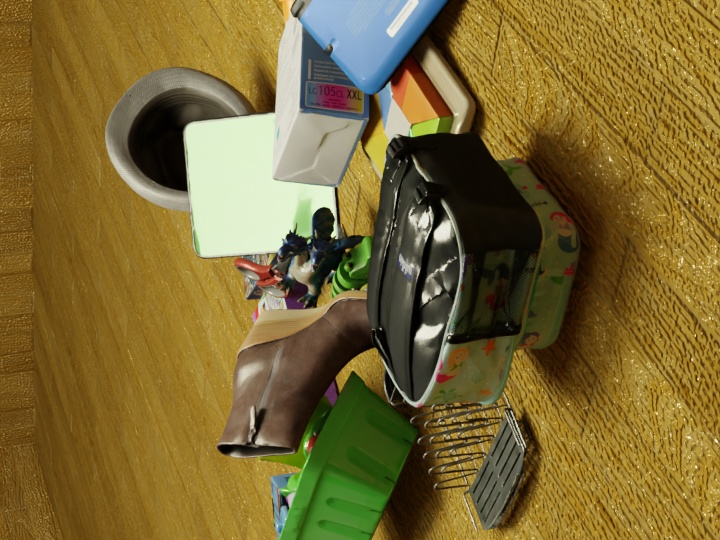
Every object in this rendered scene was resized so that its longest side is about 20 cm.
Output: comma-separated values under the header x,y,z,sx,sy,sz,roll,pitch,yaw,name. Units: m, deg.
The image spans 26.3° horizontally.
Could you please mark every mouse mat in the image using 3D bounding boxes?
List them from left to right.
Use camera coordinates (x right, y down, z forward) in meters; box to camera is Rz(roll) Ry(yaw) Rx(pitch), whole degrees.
x,y,z,sx,sy,sz,roll,pitch,yaw,name
-0.115,-0.099,1.766,0.197,0.008,0.163,-3,93,27,mouse mat

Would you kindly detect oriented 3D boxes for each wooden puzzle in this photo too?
x,y,z,sx,sy,sz,roll,pitch,yaw,name
0.045,-0.135,1.461,0.186,0.037,0.201,103,153,-42,wooden puzzle

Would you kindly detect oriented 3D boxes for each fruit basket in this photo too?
x,y,z,sx,sy,sz,roll,pitch,yaw,name
-0.056,0.191,1.605,0.217,0.213,0.156,109,-172,-49,fruit basket

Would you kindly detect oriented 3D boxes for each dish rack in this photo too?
x,y,z,sx,sy,sz,roll,pitch,yaw,name
0.088,0.130,1.399,0.154,0.054,0.202,107,150,-48,dish rack

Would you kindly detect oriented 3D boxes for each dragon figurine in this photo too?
x,y,z,sx,sy,sz,roll,pitch,yaw,name
-0.033,-0.025,1.613,0.059,0.200,0.100,35,123,10,dragon figurine

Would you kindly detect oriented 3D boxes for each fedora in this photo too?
x,y,z,sx,sy,sz,roll,pitch,yaw,name
-0.206,-0.145,1.889,0.198,0.178,0.091,28,163,18,fedora

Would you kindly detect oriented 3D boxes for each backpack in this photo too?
x,y,z,sx,sy,sz,roll,pitch,yaw,name
0.080,0.006,1.243,0.178,0.149,0.202,-121,39,-53,backpack

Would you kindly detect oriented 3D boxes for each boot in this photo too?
x,y,z,sx,sy,sz,roll,pitch,yaw,name
-0.042,0.109,1.531,0.073,0.198,0.168,52,-139,-43,boot

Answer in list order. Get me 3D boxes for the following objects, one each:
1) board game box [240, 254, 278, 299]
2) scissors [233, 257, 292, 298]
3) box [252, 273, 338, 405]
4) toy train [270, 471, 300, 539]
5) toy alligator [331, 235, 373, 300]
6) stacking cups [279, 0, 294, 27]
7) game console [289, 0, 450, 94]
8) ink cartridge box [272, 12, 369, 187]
x,y,z,sx,sy,sz,roll,pitch,yaw,name
-0.111,-0.061,1.897,0.200,0.034,0.137,131,134,-64,board game box
-0.088,0.005,1.739,0.014,0.073,0.199,-56,18,-17,scissors
-0.078,0.112,1.864,0.137,0.039,0.202,122,137,-58,box
-0.059,0.336,1.825,0.114,0.085,0.203,-143,47,-75,toy train
0.000,0.000,1.559,0.201,0.053,0.060,100,162,-57,toy alligator
-0.069,-0.319,1.688,0.060,0.060,0.203,-158,62,-67,stacking cups
0.030,-0.297,1.420,0.171,0.118,0.200,48,135,7,game console
-0.040,-0.207,1.570,0.137,0.075,0.203,119,154,-59,ink cartridge box
